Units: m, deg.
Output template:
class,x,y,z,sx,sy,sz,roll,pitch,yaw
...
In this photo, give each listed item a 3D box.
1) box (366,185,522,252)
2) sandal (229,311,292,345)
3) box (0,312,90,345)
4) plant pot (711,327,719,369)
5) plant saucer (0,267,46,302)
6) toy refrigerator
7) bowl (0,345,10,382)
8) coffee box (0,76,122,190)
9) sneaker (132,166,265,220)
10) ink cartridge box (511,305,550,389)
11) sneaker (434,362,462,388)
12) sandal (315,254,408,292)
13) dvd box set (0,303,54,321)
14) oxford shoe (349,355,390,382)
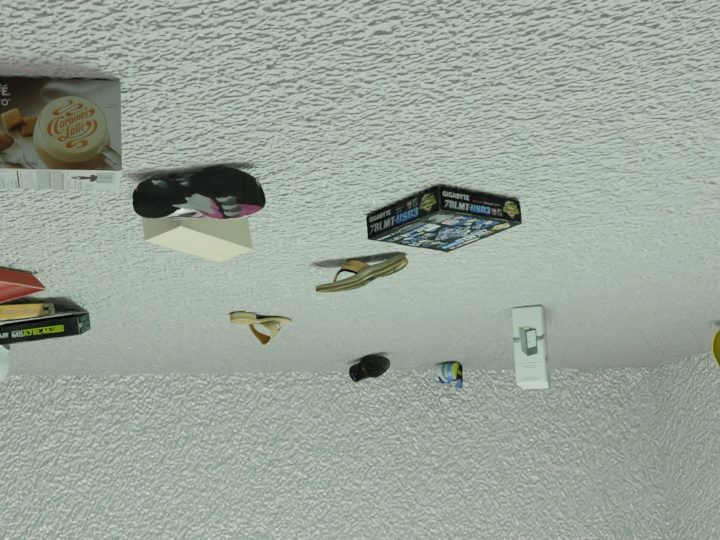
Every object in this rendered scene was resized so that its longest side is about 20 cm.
class,x,y,z,sx,sy,sz,roll,pitch,yaw
box,0.145,-0.086,1.953,0.197,0.050,0.199,5,163,-38
sandal,-0.249,0.151,2.792,0.077,0.071,0.211,-13,165,33
box,-0.707,0.130,2.484,0.191,0.048,0.200,-10,-178,-6
plant pot,1.180,0.224,3.363,0.141,0.202,0.199,-27,-177,-37
plant saucer,-0.749,0.025,2.171,0.198,0.037,0.199,-13,163,33
toy refrigerator,-0.267,-0.073,1.840,0.075,0.071,0.199,-19,162,26
bowl,-0.851,0.170,2.514,0.090,0.202,0.201,-38,168,-5
coffee box,-0.384,-0.161,1.324,0.198,0.116,0.080,0,167,-15
sneaker,-0.239,-0.114,1.694,0.197,0.081,0.086,2,180,7
ink cartridge box,0.452,0.205,2.963,0.083,0.203,0.145,-5,167,13
sneaker,0.309,0.359,3.864,0.081,0.075,0.200,-6,160,14
sandal,0.000,0.000,2.286,0.198,0.055,0.080,-22,169,9
dvd box set,-0.770,0.093,2.385,0.145,0.030,0.200,-7,177,19
oxford shoe,0.045,0.302,3.565,0.084,0.073,0.199,-16,177,-33
